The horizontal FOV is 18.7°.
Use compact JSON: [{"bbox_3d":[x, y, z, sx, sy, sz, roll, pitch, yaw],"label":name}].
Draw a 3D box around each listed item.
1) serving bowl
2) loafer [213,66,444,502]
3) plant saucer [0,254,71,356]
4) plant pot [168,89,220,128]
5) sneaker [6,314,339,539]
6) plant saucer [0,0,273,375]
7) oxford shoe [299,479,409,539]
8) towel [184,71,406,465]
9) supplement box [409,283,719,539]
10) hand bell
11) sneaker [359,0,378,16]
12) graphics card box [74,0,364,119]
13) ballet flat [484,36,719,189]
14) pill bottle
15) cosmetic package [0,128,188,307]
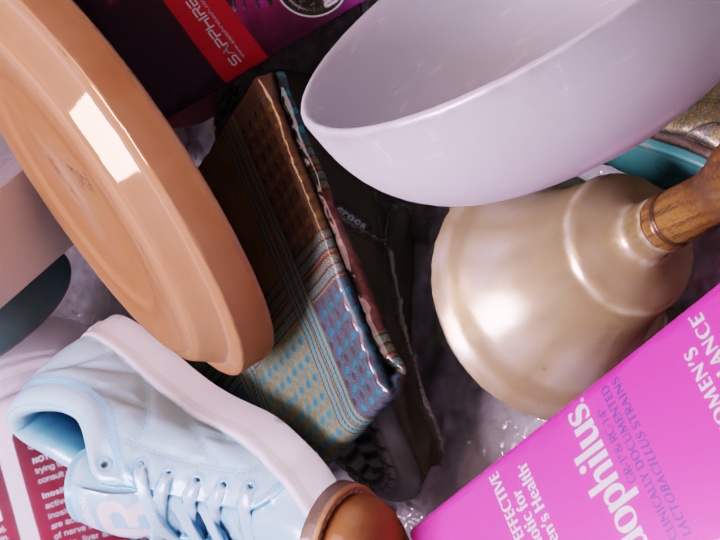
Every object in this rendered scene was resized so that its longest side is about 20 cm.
[{"bbox_3d":[0.078,-0.084,0.795,0.199,0.066,0.200,-29,21,12],"label":"serving bowl"},{"bbox_3d":[0.000,0.000,0.947,0.075,0.069,0.201,-34,73,65],"label":"loafer"},{"bbox_3d":[-0.239,0.018,1.054,0.199,0.200,0.028,7,122,43],"label":"plant saucer"},{"bbox_3d":[-0.094,-0.174,1.008,0.200,0.199,0.180,50,129,37],"label":"plant pot"},{"bbox_3d":[-0.077,0.094,0.922,0.082,0.074,0.200,-36,41,-24],"label":"sneaker"},{"bbox_3d":[-0.106,-0.039,0.894,0.032,0.201,0.200,-36,48,-14],"label":"plant saucer"},{"bbox_3d":[0.029,0.169,0.847,0.071,0.071,0.201,1,120,38],"label":"oxford shoe"},{"bbox_3d":[-0.042,0.019,0.939,0.147,0.022,0.200,68,153,14],"label":"towel"},{"bbox_3d":[0.130,0.089,0.790,0.200,0.103,0.102,-43,54,29],"label":"supplement box"},{"bbox_3d":[0.112,-0.020,0.776,0.200,0.104,0.105,143,126,-61],"label":"hand bell"},{"bbox_3d":[0.080,-0.145,0.909,0.200,0.075,0.092,-44,59,28],"label":"sneaker"},{"bbox_3d":[-0.042,-0.156,0.867,0.199,0.126,0.051,-28,22,19],"label":"graphics card box"},{"bbox_3d":[0.100,-0.073,0.886,0.199,0.070,0.071,20,94,44],"label":"ballet flat"},{"bbox_3d":[-0.134,0.127,1.016,0.113,0.113,0.201,-40,56,29],"label":"pill bottle"},{"bbox_3d":[-0.166,-0.034,1.025,0.082,0.200,0.051,-7,114,31],"label":"cosmetic package"}]
